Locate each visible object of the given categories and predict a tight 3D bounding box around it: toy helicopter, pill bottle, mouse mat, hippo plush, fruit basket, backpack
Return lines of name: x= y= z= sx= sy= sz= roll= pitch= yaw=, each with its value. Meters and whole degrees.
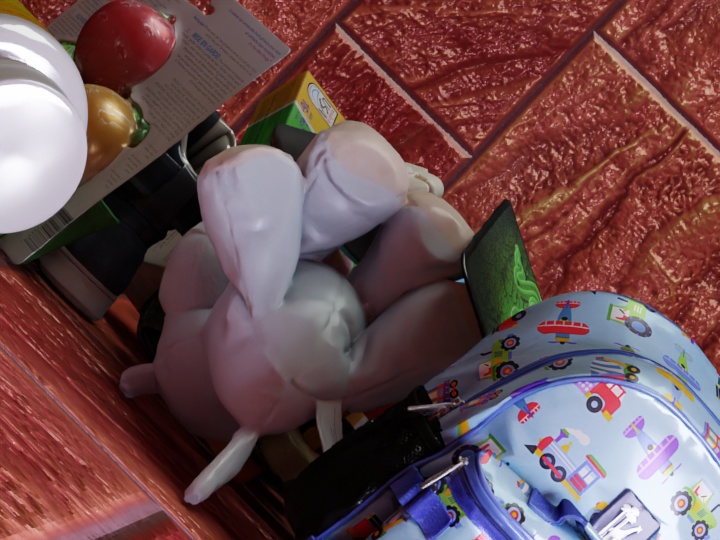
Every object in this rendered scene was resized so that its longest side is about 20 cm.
toy helicopter: x=-0.012 y=0.143 z=1.214 sx=0.133 sy=0.079 sz=0.200 roll=55 pitch=5 yaw=-31
pill bottle: x=-0.205 y=-0.092 z=1.111 sx=0.109 sy=0.109 sz=0.200 roll=44 pitch=-1 yaw=-35
mouse mat: x=0.089 y=0.052 z=1.125 sx=0.200 sy=0.007 sz=0.162 roll=-47 pitch=119 yaw=-76
hippo plush: x=-0.031 y=0.035 z=1.128 sx=0.158 sy=0.202 sz=0.161 roll=8 pitch=-15 yaw=-20
fruit basket: x=-0.155 y=-0.100 z=1.305 sx=0.185 sy=0.199 sz=0.094 roll=43 pitch=-16 yaw=48
backpack: x=0.086 y=0.119 z=0.965 sx=0.183 sy=0.199 sz=0.135 roll=51 pitch=8 yaw=-13

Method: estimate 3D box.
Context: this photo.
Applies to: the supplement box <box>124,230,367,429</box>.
supplement box: x=-0.069 y=0.021 z=1.428 sx=0.199 sy=0.074 sz=0.126 roll=15 pitch=-35 yaw=52

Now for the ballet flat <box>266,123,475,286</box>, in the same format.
ballet flat: x=0.030 y=-0.011 z=1.190 sx=0.201 sy=0.073 sz=0.073 roll=55 pitch=1 yaw=6

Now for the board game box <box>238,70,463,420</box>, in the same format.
board game box: x=0.000 y=0.000 z=1.282 sx=0.200 sy=0.040 sz=0.153 roll=52 pitch=25 yaw=-19

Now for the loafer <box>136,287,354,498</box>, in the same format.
loafer: x=-0.062 y=0.092 z=1.327 sx=0.201 sy=0.068 sz=0.070 roll=49 pitch=32 yaw=-6

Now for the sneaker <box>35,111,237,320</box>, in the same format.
sneaker: x=-0.151 y=-0.057 z=1.402 sx=0.077 sy=0.146 sz=0.202 roll=42 pitch=-1 yaw=-26
